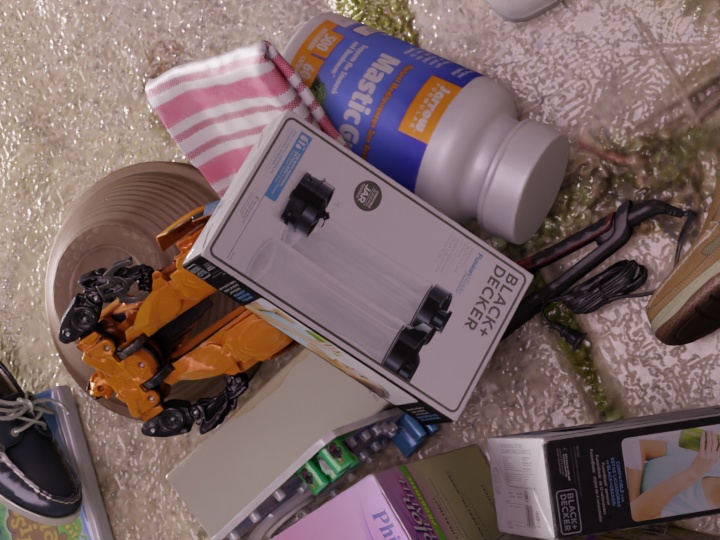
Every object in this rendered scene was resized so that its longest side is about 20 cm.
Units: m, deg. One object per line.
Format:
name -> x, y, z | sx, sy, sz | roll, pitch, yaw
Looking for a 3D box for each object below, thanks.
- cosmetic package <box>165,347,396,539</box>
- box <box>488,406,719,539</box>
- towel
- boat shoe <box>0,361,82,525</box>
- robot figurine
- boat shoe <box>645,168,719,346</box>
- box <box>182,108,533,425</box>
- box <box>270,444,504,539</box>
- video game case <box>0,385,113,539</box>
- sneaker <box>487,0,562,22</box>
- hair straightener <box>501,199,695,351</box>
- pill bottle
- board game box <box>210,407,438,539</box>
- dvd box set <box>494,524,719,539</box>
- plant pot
cosmetic package -> -0.033, 0.106, 1.231 | 0.200, 0.103, 0.073 | -42, 79, 16
box -> 0.192, 0.122, 1.074 | 0.198, 0.117, 0.061 | -6, 86, -12
towel -> -0.057, -0.065, 1.203 | 0.146, 0.030, 0.201 | -11, 121, 50
boat shoe -> -0.278, 0.113, 1.331 | 0.200, 0.075, 0.062 | 46, 117, 27
robot figurine -> -0.111, 0.030, 1.198 | 0.199, 0.058, 0.145 | -33, 108, 18
boat shoe -> 0.259, -0.036, 1.135 | 0.200, 0.072, 0.076 | -41, 64, 7
box -> 0.000, 0.000, 1.115 | 0.199, 0.060, 0.117 | 35, 74, -12
box -> 0.052, 0.223, 1.143 | 0.096, 0.200, 0.177 | -34, 78, 18
video game case -> -0.284, 0.215, 1.381 | 0.181, 0.022, 0.202 | -21, 81, 21
sneaker -> 0.146, -0.259, 1.171 | 0.073, 0.085, 0.200 | 43, 106, 16
hair straightener -> 0.148, 0.016, 1.196 | 0.199, 0.041, 0.077 | -29, 79, 16
pill bottle -> 0.040, -0.095, 1.198 | 0.199, 0.112, 0.113 | 25, 99, 22
board game box -> -0.047, 0.171, 1.184 | 0.200, 0.200, 0.026 | -43, 78, 17
dvd box set -> 0.194, 0.196, 1.112 | 0.198, 0.146, 0.030 | 9, 98, 22
plant pot -> -0.167, 0.017, 1.296 | 0.199, 0.093, 0.203 | 0, 91, 23
